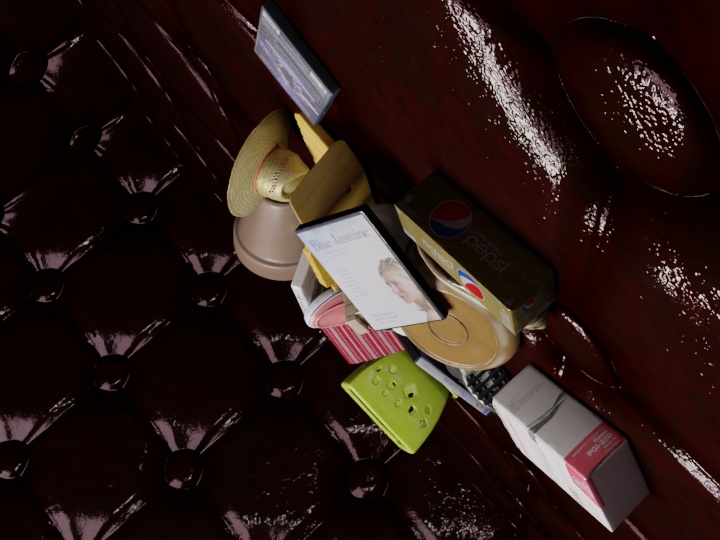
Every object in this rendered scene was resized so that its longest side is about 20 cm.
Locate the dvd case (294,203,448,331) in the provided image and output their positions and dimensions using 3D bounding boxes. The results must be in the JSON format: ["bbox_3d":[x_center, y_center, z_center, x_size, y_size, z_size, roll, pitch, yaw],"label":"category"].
[{"bbox_3d":[0.015,0.002,1.240,0.142,0.018,0.201,-13,124,47],"label":"dvd case"}]

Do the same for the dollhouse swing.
[{"bbox_3d":[-0.072,-0.112,1.401,0.175,0.182,0.200,34,166,21],"label":"dollhouse swing"}]

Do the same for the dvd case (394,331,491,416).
[{"bbox_3d":[0.145,0.174,1.639,0.199,0.018,0.143,38,-172,-28],"label":"dvd case"}]

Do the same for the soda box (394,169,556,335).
[{"bbox_3d":[0.129,-0.023,1.030,0.200,0.068,0.064,45,170,31],"label":"soda box"}]

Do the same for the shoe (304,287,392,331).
[{"bbox_3d":[0.006,0.069,1.592,0.091,0.198,0.072,51,153,37],"label":"shoe"}]

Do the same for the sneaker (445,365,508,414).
[{"bbox_3d":[0.191,0.167,1.525,0.200,0.066,0.091,49,175,33],"label":"sneaker"}]

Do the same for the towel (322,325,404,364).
[{"bbox_3d":[0.029,0.113,1.784,0.145,0.198,0.023,54,-149,-31],"label":"towel"}]

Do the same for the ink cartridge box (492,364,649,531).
[{"bbox_3d":[0.291,0.244,1.269,0.200,0.085,0.146,37,164,49],"label":"ink cartridge box"}]

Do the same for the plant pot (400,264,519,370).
[{"bbox_3d":[0.126,0.075,1.274,0.198,0.028,0.201,21,142,17],"label":"plant pot"}]

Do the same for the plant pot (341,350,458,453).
[{"bbox_3d":[0.091,0.250,1.933,0.200,0.182,0.199,45,172,0],"label":"plant pot"}]

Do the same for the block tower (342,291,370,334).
[{"bbox_3d":[0.000,0.000,1.493,0.054,0.057,0.202,41,-144,-50],"label":"block tower"}]

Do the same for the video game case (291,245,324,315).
[{"bbox_3d":[-0.068,-0.034,1.593,0.023,0.202,0.182,17,164,9],"label":"video game case"}]

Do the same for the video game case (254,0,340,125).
[{"bbox_3d":[-0.091,-0.277,1.241,0.143,0.019,0.200,51,172,-4],"label":"video game case"}]

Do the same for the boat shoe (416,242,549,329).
[{"bbox_3d":[0.146,0.010,1.101,0.200,0.072,0.076,45,-179,31],"label":"boat shoe"}]

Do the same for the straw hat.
[{"bbox_3d":[-0.131,-0.157,1.485,0.084,0.203,0.201,24,164,13],"label":"straw hat"}]

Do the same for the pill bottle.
[{"bbox_3d":[0.053,0.005,1.369,0.114,0.114,0.201,41,167,43],"label":"pill bottle"}]

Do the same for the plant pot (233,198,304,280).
[{"bbox_3d":[-0.148,-0.109,1.752,0.200,0.199,0.176,46,152,24],"label":"plant pot"}]
